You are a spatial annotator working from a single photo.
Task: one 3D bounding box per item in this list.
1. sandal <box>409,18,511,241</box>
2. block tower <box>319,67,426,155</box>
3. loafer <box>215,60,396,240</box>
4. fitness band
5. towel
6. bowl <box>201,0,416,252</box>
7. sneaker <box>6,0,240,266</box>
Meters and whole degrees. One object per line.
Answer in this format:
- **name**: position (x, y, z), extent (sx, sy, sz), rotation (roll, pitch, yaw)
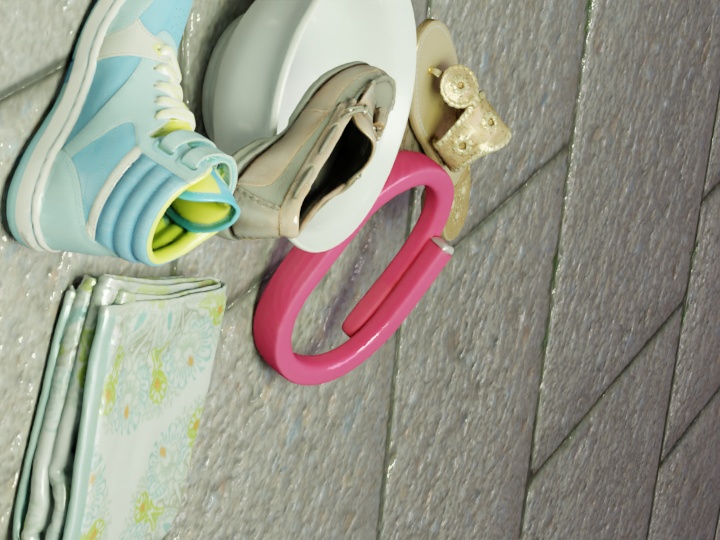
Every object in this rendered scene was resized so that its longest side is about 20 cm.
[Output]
- **sandal**: position (0.086, -0.104, 1.703), extent (0.078, 0.069, 0.212), rotation (-56, 152, -38)
- **block tower**: position (0.002, -0.111, 1.662), extent (0.200, 0.054, 0.058), rotation (11, 96, -68)
- **loafer**: position (-0.021, -0.070, 1.388), extent (0.200, 0.063, 0.072), rotation (-43, 140, -48)
- **fitness band**: position (0.000, 0.000, 1.668), extent (0.200, 0.037, 0.144), rotation (-53, 149, 5)
- **towel**: position (-0.154, 0.098, 1.447), extent (0.171, 0.048, 0.201), rotation (-2, 107, -66)
- **bowl**: position (-0.045, -0.120, 1.489), extent (0.201, 0.090, 0.202), rotation (-44, 142, -47)
- **sneaker**: position (-0.112, -0.088, 1.302), extent (0.201, 0.130, 0.080), rotation (-68, 156, -15)
